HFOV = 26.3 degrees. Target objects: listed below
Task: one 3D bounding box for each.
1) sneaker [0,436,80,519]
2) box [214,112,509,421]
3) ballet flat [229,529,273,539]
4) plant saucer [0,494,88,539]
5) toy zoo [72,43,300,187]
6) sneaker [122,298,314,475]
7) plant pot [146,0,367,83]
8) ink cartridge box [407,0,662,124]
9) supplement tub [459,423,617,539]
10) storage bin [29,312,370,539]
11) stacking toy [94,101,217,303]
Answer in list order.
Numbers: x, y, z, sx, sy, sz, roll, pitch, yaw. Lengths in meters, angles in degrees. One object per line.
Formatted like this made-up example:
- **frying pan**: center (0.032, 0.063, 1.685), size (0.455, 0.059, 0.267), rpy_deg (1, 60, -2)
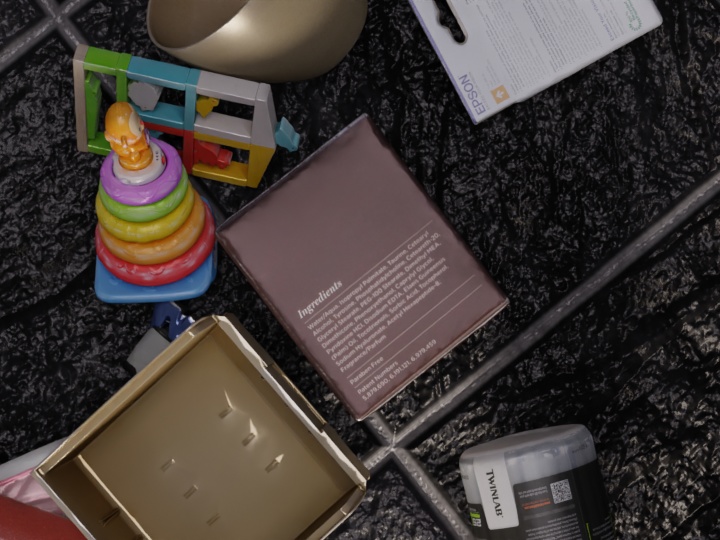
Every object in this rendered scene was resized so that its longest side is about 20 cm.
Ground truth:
- **sneaker**: center (-0.316, 0.229, 1.357), size (0.199, 0.075, 0.105), rpy_deg (-23, 84, -7)
- **box**: center (0.000, 0.000, 1.331), size (0.164, 0.166, 0.201), rpy_deg (-38, 90, -2)
- **ballet flat**: center (-0.124, 0.238, 1.372), size (0.199, 0.071, 0.071), rpy_deg (-24, 89, -2)
- **plant saucer**: center (-0.325, 0.286, 1.327), size (0.199, 0.037, 0.201), rpy_deg (21, 114, -6)
- **toy zoo**: center (-0.151, -0.130, 1.353), size (0.198, 0.132, 0.021), rpy_deg (12, 58, -1)
- **sneaker**: center (-0.137, 0.126, 1.372), size (0.199, 0.081, 0.115), rpy_deg (42, 92, 6)
- **plant pot**: center (-0.072, -0.242, 1.343), size (0.134, 0.200, 0.201), rpy_deg (34, 87, -36)
- **ink cartridge box**: center (0.143, -0.263, 1.407), size (0.199, 0.043, 0.197), rpy_deg (-28, 90, 0)
- **supplement tub**: center (0.165, 0.244, 1.349), size (0.121, 0.123, 0.202), rpy_deg (-13, 88, -2)
- **storage bin**: center (-0.126, 0.172, 1.284), size (0.198, 0.094, 0.200), rpy_deg (-42, 88, 6)
- **stacking toy**: center (-0.185, -0.072, 1.307), size (0.109, 0.201, 0.117), rpy_deg (-4, 53, 0)
